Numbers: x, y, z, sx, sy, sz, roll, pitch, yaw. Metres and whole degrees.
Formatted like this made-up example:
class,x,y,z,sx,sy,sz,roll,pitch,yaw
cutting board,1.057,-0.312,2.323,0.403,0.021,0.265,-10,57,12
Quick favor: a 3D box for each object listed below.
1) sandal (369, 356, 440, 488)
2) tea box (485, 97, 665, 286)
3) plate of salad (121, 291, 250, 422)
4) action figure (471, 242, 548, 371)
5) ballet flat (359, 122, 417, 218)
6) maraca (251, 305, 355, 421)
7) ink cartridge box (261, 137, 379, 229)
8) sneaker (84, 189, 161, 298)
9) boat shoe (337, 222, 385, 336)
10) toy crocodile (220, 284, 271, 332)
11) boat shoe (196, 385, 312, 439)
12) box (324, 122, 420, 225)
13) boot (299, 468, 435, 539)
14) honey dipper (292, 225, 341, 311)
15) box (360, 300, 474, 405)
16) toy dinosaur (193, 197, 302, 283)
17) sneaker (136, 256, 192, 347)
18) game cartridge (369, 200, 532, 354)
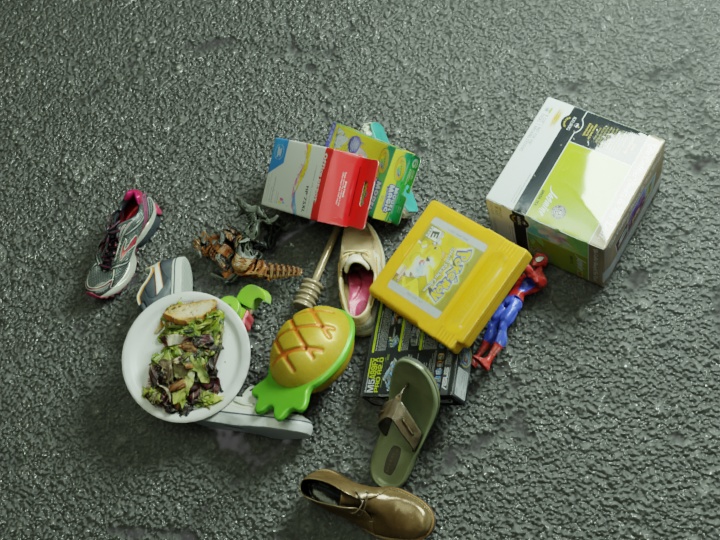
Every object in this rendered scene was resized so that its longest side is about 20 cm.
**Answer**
class,x,y,z,sx,sy,sz,roll,pitch,yaw
sandal,0.057,0.220,1.317,0.079,0.057,0.203,20,105,28
tea box,0.326,-0.120,1.422,0.196,0.134,0.201,27,74,25
plate of salad,-0.266,0.127,1.421,0.198,0.048,0.202,-1,74,2
action figure,0.206,0.039,1.397,0.200,0.099,0.065,-51,19,-15
ballet flat,0.037,-0.155,1.560,0.071,0.072,0.201,-21,60,3
maraca,-0.084,0.135,1.397,0.136,0.107,0.201,7,54,45
ink cartridge box,-0.067,-0.140,1.504,0.199,0.067,0.117,18,97,48
sneaker,-0.418,-0.046,1.607,0.080,0.075,0.201,15,70,20
boat shoe,0.000,0.000,1.482,0.073,0.069,0.202,-10,63,9
toy crocodile,-0.215,0.107,1.485,0.061,0.068,0.201,28,74,24
boat shoe,-0.161,0.209,1.425,0.198,0.071,0.070,4,68,23
box,0.009,-0.155,1.506,0.199,0.048,0.118,29,104,45
boot,0.006,0.330,1.311,0.198,0.075,0.074,14,84,21
honey dipper,-0.056,-0.026,1.528,0.038,0.038,0.201,14,68,20
box,0.091,0.099,1.397,0.159,0.044,0.202,-7,60,35
toy dinosaur,-0.181,-0.035,1.549,0.199,0.102,0.137,24,87,4
sneaker,-0.316,0.074,1.523,0.079,0.079,0.201,-9,55,6
game cartridge,0.126,0.006,1.373,0.200,0.032,0.177,33,86,45
